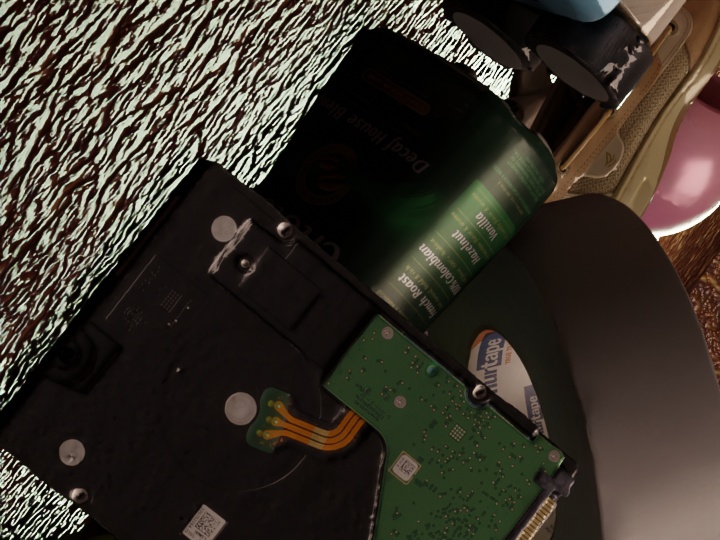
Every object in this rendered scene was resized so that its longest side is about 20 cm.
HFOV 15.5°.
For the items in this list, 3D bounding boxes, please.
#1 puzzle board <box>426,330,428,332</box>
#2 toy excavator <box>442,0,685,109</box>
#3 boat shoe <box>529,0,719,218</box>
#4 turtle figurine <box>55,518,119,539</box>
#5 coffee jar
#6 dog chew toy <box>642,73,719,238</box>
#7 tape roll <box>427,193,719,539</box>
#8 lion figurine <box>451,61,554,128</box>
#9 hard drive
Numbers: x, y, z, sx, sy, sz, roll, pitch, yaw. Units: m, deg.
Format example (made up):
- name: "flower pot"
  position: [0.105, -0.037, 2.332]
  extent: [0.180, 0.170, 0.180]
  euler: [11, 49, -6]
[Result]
- name: "puzzle board"
  position: [0.075, -0.030, 1.416]
  extent: [0.150, 0.017, 0.200]
  euler: [-5, -144, 53]
- name: "toy excavator"
  position: [0.068, -0.159, 0.998]
  extent: [0.100, 0.200, 0.194]
  euler: [-52, -146, -8]
- name: "boat shoe"
  position: [0.130, -0.105, 1.281]
  extent: [0.071, 0.064, 0.201]
  euler: [-11, -130, 56]
- name: "turtle figurine"
  position: [-0.082, 0.101, 1.190]
  extent: [0.161, 0.065, 0.200]
  euler: [-41, -157, -21]
- name: "coffee jar"
  position: [-0.014, 0.002, 1.118]
  extent: [0.200, 0.104, 0.085]
  euler: [-52, 147, -7]
- name: "dog chew toy"
  position: [0.142, -0.048, 1.619]
  extent: [0.200, 0.125, 0.124]
  euler: [-50, 172, 27]
- name: "tape roll"
  position: [0.096, 0.070, 1.192]
  extent: [0.066, 0.201, 0.201]
  euler: [-13, 155, -16]
- name: "lion figurine"
  position: [0.077, -0.067, 1.359]
  extent: [0.200, 0.072, 0.123]
  euler: [-36, 147, -37]
- name: "hard drive"
  position: [-0.028, 0.071, 1.044]
  extent: [0.140, 0.200, 0.038]
  euler: [-52, -167, -5]
